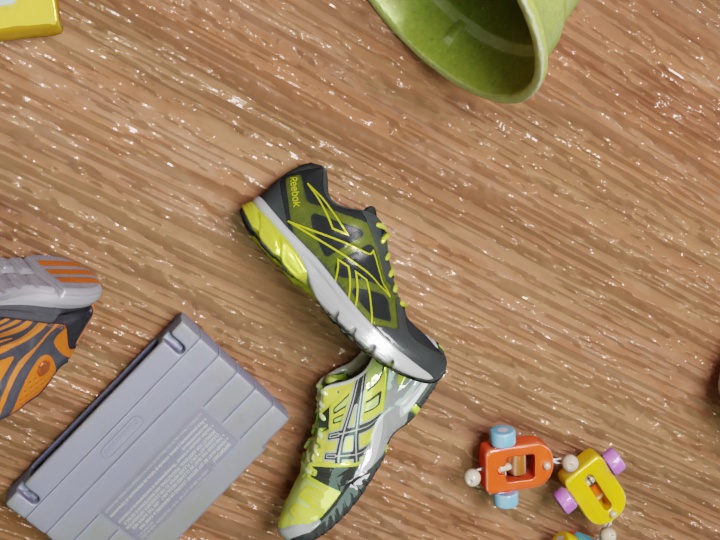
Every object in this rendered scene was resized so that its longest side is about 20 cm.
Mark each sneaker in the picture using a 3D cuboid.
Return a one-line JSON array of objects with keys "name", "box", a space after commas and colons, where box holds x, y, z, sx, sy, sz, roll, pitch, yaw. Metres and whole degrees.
[{"name": "sneaker", "box": [0.000, 0.000, 0.747, 0.200, 0.074, 0.085, 44, 85, 0]}, {"name": "sneaker", "box": [-0.014, 0.127, 0.812, 0.076, 0.075, 0.202, 35, 85, -14]}, {"name": "sneaker", "box": [-0.272, 0.050, 0.679, 0.198, 0.077, 0.114, 6, 113, -51]}]

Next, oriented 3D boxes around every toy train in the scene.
[{"name": "toy train", "box": [0.164, 0.222, 0.892, 0.147, 0.056, 0.204, -11, 105, -10]}]

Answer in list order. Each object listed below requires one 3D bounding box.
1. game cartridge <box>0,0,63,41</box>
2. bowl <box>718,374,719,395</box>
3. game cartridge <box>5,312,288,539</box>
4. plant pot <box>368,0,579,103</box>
[{"name": "game cartridge", "box": [-0.309, -0.232, 0.645, 0.196, 0.032, 0.180, -11, 108, -12]}, {"name": "bowl", "box": [0.427, 0.079, 0.904, 0.198, 0.075, 0.202, 29, 97, -20]}, {"name": "game cartridge", "box": [-0.166, 0.147, 0.794, 0.200, 0.038, 0.130, -45, 115, 1]}, {"name": "plant pot", "box": [0.106, -0.253, 0.675, 0.184, 0.200, 0.201, -46, 112, -10]}]
